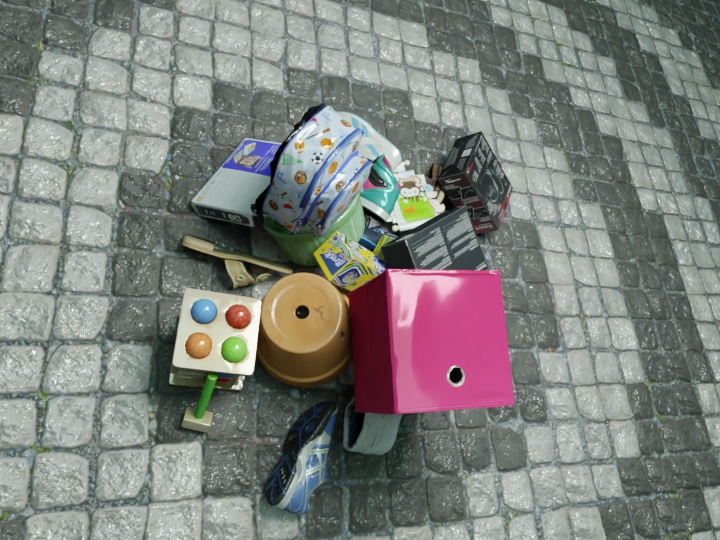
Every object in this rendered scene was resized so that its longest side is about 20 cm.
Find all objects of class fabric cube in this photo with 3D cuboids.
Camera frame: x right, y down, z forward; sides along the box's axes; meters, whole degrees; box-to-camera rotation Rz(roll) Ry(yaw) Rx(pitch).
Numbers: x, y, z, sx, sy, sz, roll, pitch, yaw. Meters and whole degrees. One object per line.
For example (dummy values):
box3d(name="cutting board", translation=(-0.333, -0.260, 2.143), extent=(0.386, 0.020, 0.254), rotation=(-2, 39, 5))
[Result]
box3d(name="fabric cube", translation=(0.102, 0.116, 0.844), extent=(0.194, 0.200, 0.202), rotation=(1, 77, -18))

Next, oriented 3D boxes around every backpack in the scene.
box3d(name="backpack", translation=(-0.071, -0.162, 0.875), extent=(0.153, 0.191, 0.201), rotation=(28, 60, 4))

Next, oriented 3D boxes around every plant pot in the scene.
box3d(name="plant pot", translation=(-0.099, 0.092, 0.938), extent=(0.198, 0.140, 0.202), rotation=(1, 68, -2))

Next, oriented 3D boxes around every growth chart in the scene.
box3d(name="growth chart", translation=(0.097, -0.168, 1.190), extent=(0.143, 0.018, 0.201), rotation=(-20, 60, -12))

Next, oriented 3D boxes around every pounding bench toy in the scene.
box3d(name="pounding bench toy", translation=(-0.242, 0.152, 0.871), extent=(0.123, 0.156, 0.202), rotation=(10, 65, -18))

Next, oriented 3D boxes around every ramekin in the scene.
box3d(name="ramekin", translation=(-0.086, -0.104, 1.035), extent=(0.198, 0.098, 0.201), rotation=(-10, 47, 11))

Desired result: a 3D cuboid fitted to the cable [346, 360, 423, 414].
box3d(name="cable", translation=(0.066, 0.164, 1.056), extent=(0.198, 0.069, 0.201), rotation=(26, 60, -11))

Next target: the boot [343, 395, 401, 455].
box3d(name="boot", translation=(0.031, 0.221, 0.929), extent=(0.095, 0.073, 0.202), rotation=(19, 82, -45))

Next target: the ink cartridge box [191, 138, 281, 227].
box3d(name="ink cartridge box", translation=(-0.194, -0.171, 1.034), extent=(0.198, 0.044, 0.199), rotation=(13, 55, 28))

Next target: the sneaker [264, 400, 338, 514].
box3d(name="sneaker", translation=(-0.090, 0.321, 0.929), extent=(0.077, 0.075, 0.201), rotation=(46, 56, -26))

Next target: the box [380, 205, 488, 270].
box3d(name="box", translation=(0.151, -0.024, 1.056), extent=(0.199, 0.079, 0.142), rotation=(-29, 99, -39))

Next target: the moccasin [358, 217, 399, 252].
box3d(name="moccasin", translation=(0.027, -0.060, 1.139), extent=(0.199, 0.080, 0.069), rotation=(23, 55, -30))

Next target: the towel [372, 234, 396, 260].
box3d(name="towel", translation=(0.112, -0.011, 1.129), extent=(0.198, 0.086, 0.018), rotation=(17, 30, -26))

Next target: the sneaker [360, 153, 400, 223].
box3d(name="sneaker", translation=(0.008, -0.198, 1.124), extent=(0.199, 0.084, 0.121), rotation=(35, 86, 24))

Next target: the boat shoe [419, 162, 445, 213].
box3d(name="boat shoe", translation=(0.159, -0.180, 1.246), extent=(0.071, 0.072, 0.201), rotation=(27, 58, 2))

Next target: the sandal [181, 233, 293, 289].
box3d(name="sandal", translation=(-0.237, -0.002, 1.006), extent=(0.210, 0.078, 0.070), rotation=(19, 94, -8))

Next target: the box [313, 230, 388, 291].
box3d(name="box", translation=(0.000, 0.000, 1.005), extent=(0.200, 0.064, 0.070), rotation=(27, 26, -57))

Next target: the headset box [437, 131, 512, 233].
box3d(name="headset box", translation=(0.279, -0.196, 1.259), extent=(0.200, 0.077, 0.150), rotation=(50, 51, -32))

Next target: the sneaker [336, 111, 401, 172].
box3d(name="sneaker", translation=(-0.006, -0.280, 1.196), extent=(0.199, 0.077, 0.081), rotation=(37, 68, 13))
